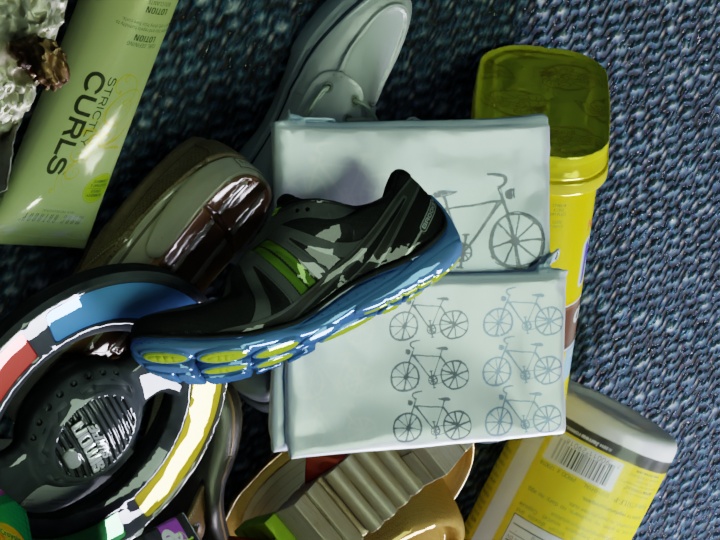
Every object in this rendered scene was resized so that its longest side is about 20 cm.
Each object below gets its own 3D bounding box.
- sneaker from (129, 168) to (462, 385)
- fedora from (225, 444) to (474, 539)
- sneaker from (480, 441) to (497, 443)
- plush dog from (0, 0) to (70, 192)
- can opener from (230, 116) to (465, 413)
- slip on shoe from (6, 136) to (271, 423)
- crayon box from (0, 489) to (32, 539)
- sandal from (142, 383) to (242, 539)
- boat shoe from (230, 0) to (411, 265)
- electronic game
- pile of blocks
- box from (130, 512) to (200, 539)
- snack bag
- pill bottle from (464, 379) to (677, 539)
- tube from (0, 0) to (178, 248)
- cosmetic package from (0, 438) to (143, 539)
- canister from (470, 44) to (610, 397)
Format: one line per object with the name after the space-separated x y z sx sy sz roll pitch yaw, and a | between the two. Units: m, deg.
-0.042 0.004 1.473 0.200 0.083 0.071 -25 169 -18 | sneaker
0.003 0.170 1.724 0.201 0.082 0.201 -23 143 -19 | fedora
0.005 0.074 1.635 0.200 0.081 0.074 20 141 -17 | sneaker
-0.234 -0.136 1.280 0.172 0.160 0.200 21 97 -24 | plush dog
0.000 0.000 1.560 0.200 0.067 0.053 -59 164 -11 | can opener
-0.137 0.006 1.521 0.200 0.061 0.076 -51 143 2 | slip on shoe
-0.287 0.166 1.398 0.200 0.058 0.119 -30 136 11 | crayon box
-0.115 0.150 1.617 0.055 0.082 0.200 -20 126 -51 | sandal
-0.017 -0.082 1.580 0.074 0.067 0.200 29 93 -51 | boat shoe
-0.156 0.086 1.478 0.200 0.042 0.200 -26 135 -30 | electronic game
-0.023 0.136 1.598 0.200 0.082 0.062 -40 99 -4 | pile of blocks
-0.188 0.201 1.452 0.143 0.036 0.200 -32 177 26 | box
0.036 0.005 1.545 0.189 0.021 0.200 -2 96 -23 | snack bag
0.133 0.184 1.878 0.111 0.111 0.200 19 101 -50 | pill bottle
-0.145 -0.100 1.454 0.058 0.052 0.200 21 108 -10 | tube
-0.212 0.142 1.538 0.200 0.051 0.083 7 112 -48 | cosmetic package
0.106 -0.023 1.695 0.087 0.149 0.200 6 122 1 | canister
